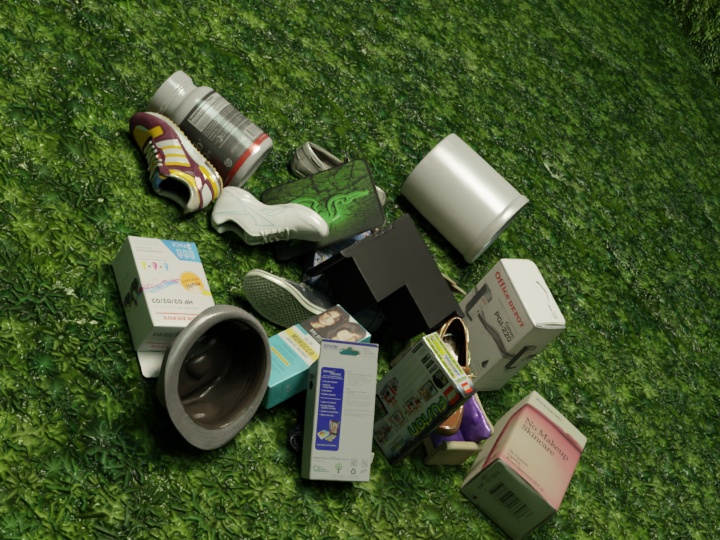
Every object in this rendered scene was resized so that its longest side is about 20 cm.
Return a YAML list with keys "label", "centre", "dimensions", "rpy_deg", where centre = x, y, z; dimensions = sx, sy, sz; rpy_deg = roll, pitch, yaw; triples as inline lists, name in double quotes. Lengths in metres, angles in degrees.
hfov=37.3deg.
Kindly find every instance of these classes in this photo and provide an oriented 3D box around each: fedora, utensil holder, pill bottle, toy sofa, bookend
- label: "fedora"
  centre: [-0.214, 0.140, 1.460]
  dimensions: [0.177, 0.090, 0.201]
  rpy_deg: [54, 55, -33]
- label: "utensil holder"
  centre: [0.202, -0.143, 2.083]
  dimensions: [0.200, 0.170, 0.170]
  rpy_deg: [45, 37, 7]
- label: "pill bottle"
  centre: [-0.256, -0.237, 1.804]
  dimensions: [0.200, 0.116, 0.116]
  rpy_deg: [40, 37, -2]
- label: "toy sofa"
  centre: [0.130, 0.207, 1.726]
  dimensions: [0.082, 0.098, 0.201]
  rpy_deg: [9, 49, -37]
- label: "bookend"
  centre: [0.044, 0.039, 1.732]
  dimensions: [0.198, 0.092, 0.201]
  rpy_deg: [-32, 92, -49]

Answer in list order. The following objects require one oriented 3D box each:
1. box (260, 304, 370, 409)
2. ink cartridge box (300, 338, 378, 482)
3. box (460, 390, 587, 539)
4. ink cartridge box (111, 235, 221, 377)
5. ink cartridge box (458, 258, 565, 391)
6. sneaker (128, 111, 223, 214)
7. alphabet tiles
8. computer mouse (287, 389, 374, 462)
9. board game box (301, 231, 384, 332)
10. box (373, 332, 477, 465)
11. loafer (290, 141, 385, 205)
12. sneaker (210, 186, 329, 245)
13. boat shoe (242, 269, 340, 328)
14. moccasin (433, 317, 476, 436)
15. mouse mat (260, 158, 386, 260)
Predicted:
- label: "box"
  centre: [-0.085, 0.127, 1.595]
  dimensions: [0.199, 0.049, 0.082]
  rpy_deg: [-25, 53, -36]
- label: "ink cartridge box"
  centre: [-0.029, 0.202, 1.543]
  dimensions: [0.099, 0.039, 0.202]
  rpy_deg: [9, 82, -26]
- label: "box"
  centre: [0.268, 0.314, 1.733]
  dimensions: [0.128, 0.109, 0.200]
  rpy_deg: [42, 37, 1]
- label: "ink cartridge box"
  centre: [-0.275, 0.053, 1.537]
  dimensions: [0.114, 0.068, 0.201]
  rpy_deg: [5, 51, -39]
- label: "ink cartridge box"
  centre: [0.244, 0.096, 1.852]
  dimensions: [0.084, 0.200, 0.146]
  rpy_deg: [4, 50, -39]
- label: "sneaker"
  centre: [-0.317, -0.177, 1.725]
  dimensions: [0.200, 0.075, 0.090]
  rpy_deg: [41, 46, 11]
- label: "alphabet tiles"
  centre: [0.098, -0.017, 1.908]
  dimensions: [0.199, 0.006, 0.166]
  rpy_deg: [35, -3, -9]
- label: "computer mouse"
  centre: [-0.039, 0.198, 1.618]
  dimensions: [0.138, 0.053, 0.201]
  rpy_deg: [22, 41, -23]
- label: "board game box"
  centre: [0.000, 0.000, 1.845]
  dimensions: [0.199, 0.062, 0.201]
  rpy_deg: [25, 40, -20]
- label: "box"
  centre: [0.079, 0.195, 1.605]
  dimensions: [0.035, 0.200, 0.110]
  rpy_deg: [-16, 65, -47]
- label: "loafer"
  centre: [-0.034, -0.174, 1.979]
  dimensions: [0.199, 0.070, 0.070]
  rpy_deg: [24, 40, -22]
- label: "sneaker"
  centre: [-0.151, -0.072, 1.755]
  dimensions: [0.198, 0.071, 0.081]
  rpy_deg: [13, 53, 4]
- label: "boat shoe"
  centre: [-0.102, 0.051, 1.696]
  dimensions: [0.199, 0.075, 0.063]
  rpy_deg: [28, 31, -23]
- label: "moccasin"
  centre: [0.141, 0.165, 1.669]
  dimensions: [0.073, 0.078, 0.203]
  rpy_deg: [17, 53, 1]
- label: "mouse mat"
  centre: [-0.066, -0.107, 1.820]
  dimensions: [0.008, 0.198, 0.162]
  rpy_deg: [68, 4, -54]
